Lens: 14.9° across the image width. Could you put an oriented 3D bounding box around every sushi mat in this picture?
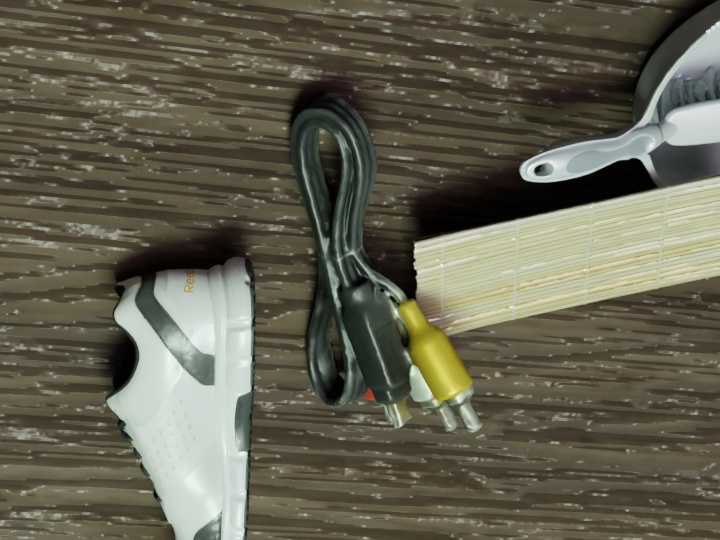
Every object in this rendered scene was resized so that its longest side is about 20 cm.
[{"bbox_3d":[0.125,-0.008,1.493,0.199,0.012,0.096,-12,144,-4],"label":"sushi mat"}]

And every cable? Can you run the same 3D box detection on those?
[{"bbox_3d":[0.000,0.000,1.468,0.050,0.097,0.201,-29,110,-41],"label":"cable"}]

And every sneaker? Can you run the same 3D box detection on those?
[{"bbox_3d":[-0.096,0.083,1.473,0.080,0.074,0.201,-1,115,-4],"label":"sneaker"}]

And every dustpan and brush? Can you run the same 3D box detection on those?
[{"bbox_3d":[0.171,-0.080,1.478,0.199,0.057,0.140,-10,122,-14],"label":"dustpan and brush"}]
